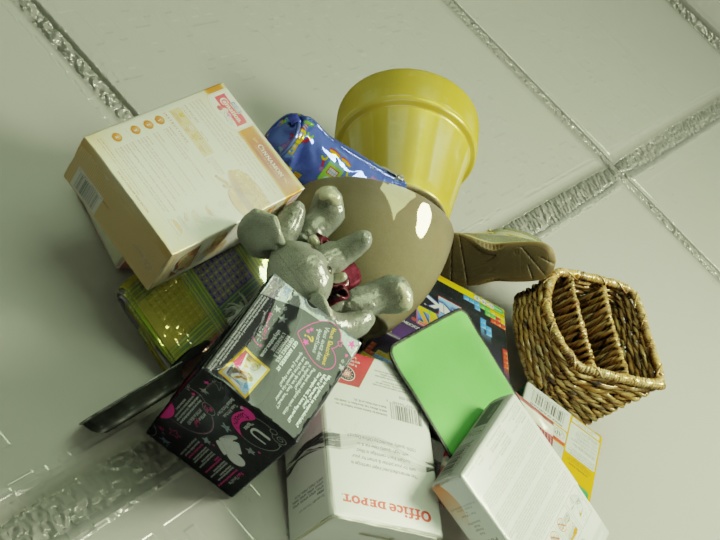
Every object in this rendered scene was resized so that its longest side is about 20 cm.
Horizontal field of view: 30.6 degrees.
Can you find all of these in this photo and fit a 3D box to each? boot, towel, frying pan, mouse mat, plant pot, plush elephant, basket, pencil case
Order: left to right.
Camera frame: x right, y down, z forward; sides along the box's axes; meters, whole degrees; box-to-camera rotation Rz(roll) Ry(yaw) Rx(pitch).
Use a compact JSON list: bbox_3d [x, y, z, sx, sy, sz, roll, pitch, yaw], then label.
[{"bbox_3d":[-0.213,0.121,1.305,0.031,0.114,0.190,59,9,1],"label":"frying pan"},{"bbox_3d":[-0.163,0.026,1.420,0.200,0.023,0.144,-45,109,-36],"label":"towel"},{"bbox_3d":[-0.048,0.001,1.361,0.199,0.155,0.166,-29,86,-16],"label":"plush elephant"},{"bbox_3d":[-0.027,-0.115,1.576,0.199,0.087,0.078,31,15,-30],"label":"pencil case"},{"bbox_3d":[0.000,0.000,1.538,0.199,0.200,0.135,25,63,-22],"label":"plant pot"},{"bbox_3d":[0.059,-0.137,1.779,0.200,0.201,0.190,25,46,-21],"label":"plant pot"},{"bbox_3d":[0.123,0.148,1.480,0.160,0.008,0.201,-23,79,-49],"label":"mouse mat"},{"bbox_3d":[0.169,-0.024,1.850,0.198,0.073,0.155,2,8,3],"label":"boot"},{"bbox_3d":[0.153,0.212,1.484,0.144,0.023,0.201,39,42,-18],"label":"towel"},{"bbox_3d":[0.299,0.085,1.763,0.143,0.148,0.201,43,28,-33],"label":"basket"}]

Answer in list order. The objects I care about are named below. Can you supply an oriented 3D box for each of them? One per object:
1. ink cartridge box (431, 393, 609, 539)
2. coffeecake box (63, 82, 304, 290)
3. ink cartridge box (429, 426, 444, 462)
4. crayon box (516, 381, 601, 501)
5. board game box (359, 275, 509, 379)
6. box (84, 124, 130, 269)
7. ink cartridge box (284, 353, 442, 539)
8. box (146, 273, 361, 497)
[{"bbox_3d":[0.177,0.258,1.426,0.201,0.050,0.162,57,39,-10],"label":"ink cartridge box"},{"bbox_3d":[-0.183,-0.093,1.385,0.199,0.073,0.154,-30,78,-43],"label":"coffeecake box"},{"bbox_3d":[0.113,0.185,1.539,0.199,0.037,0.095,28,42,7],"label":"ink cartridge box"},{"bbox_3d":[0.225,0.243,1.625,0.125,0.052,0.200,37,33,-5],"label":"crayon box"},{"bbox_3d":[0.096,0.077,1.684,0.199,0.057,0.166,27,34,-19],"label":"board game box"},{"bbox_3d":[-0.204,-0.084,1.522,0.199,0.109,0.128,-2,53,-46],"label":"box"},{"bbox_3d":[-0.001,0.197,1.397,0.143,0.084,0.201,18,49,-30],"label":"ink cartridge box"},{"bbox_3d":[-0.104,0.116,1.280,0.114,0.200,0.132,39,56,-5],"label":"box"}]
